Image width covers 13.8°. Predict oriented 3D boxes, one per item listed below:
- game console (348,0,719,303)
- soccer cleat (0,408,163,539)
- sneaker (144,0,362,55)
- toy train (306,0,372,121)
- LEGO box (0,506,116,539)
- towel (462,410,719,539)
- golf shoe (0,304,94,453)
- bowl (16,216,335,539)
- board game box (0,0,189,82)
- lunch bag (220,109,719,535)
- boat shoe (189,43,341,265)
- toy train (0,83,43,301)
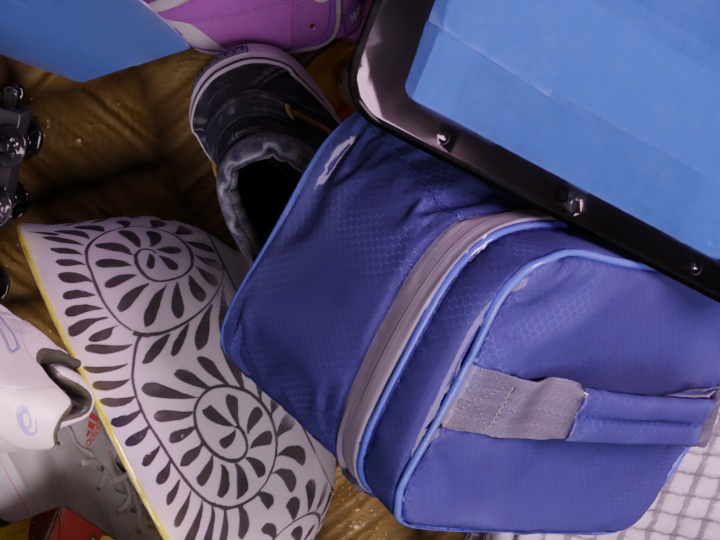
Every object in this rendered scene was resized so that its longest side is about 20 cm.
[{"bbox_3d":[0.123,-0.107,1.056,0.199,0.117,0.176,26,132,-24],"label":"game console"},{"bbox_3d":[-0.131,0.095,1.368,0.200,0.069,0.078,33,112,-21],"label":"soccer cleat"},{"bbox_3d":[-0.008,-0.157,1.212,0.200,0.073,0.114,-25,127,24],"label":"sneaker"},{"bbox_3d":[0.038,-0.043,1.296,0.150,0.056,0.200,21,119,-18],"label":"toy train"},{"bbox_3d":[-0.148,0.196,1.372,0.149,0.077,0.200,37,145,-26],"label":"LEGO box"},{"bbox_3d":[0.144,0.090,1.381,0.165,0.086,0.201,9,124,-9],"label":"towel"},{"bbox_3d":[-0.155,0.045,1.184,0.097,0.200,0.079,19,96,-6],"label":"golf shoe"},{"bbox_3d":[-0.062,0.049,1.276,0.094,0.201,0.201,-28,123,-3],"label":"bowl"},{"bbox_3d":[-0.149,-0.134,1.172,0.158,0.200,0.039,28,77,-20],"label":"board game box"},{"bbox_3d":[0.065,0.028,1.159,0.199,0.132,0.136,5,121,-47],"label":"lunch bag"},{"bbox_3d":[0.000,0.000,1.234,0.071,0.091,0.200,-36,119,14],"label":"boat shoe"},{"bbox_3d":[-0.180,0.012,1.297,0.046,0.034,0.201,17,104,9],"label":"toy train"}]
